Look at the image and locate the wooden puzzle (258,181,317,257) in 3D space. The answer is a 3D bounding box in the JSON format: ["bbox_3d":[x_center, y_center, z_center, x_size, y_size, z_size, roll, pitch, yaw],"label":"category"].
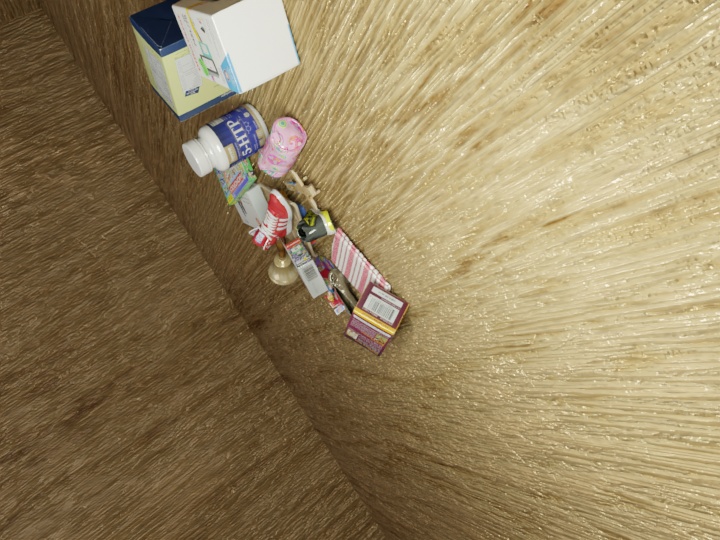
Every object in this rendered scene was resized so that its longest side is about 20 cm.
[{"bbox_3d":[-0.192,-0.148,1.650,0.185,0.046,0.202,35,155,45],"label":"wooden puzzle"}]

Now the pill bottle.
[{"bbox_3d":[-0.340,-0.323,1.493,0.120,0.199,0.120,45,157,25],"label":"pill bottle"}]

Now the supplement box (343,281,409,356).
[{"bbox_3d":[0.034,0.121,1.430,0.109,0.086,0.201,29,156,4],"label":"supplement box"}]

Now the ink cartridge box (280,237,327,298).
[{"bbox_3d":[-0.158,-0.023,1.624,0.200,0.050,0.110,54,170,54],"label":"ink cartridge box"}]

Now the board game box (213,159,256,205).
[{"bbox_3d":[-0.379,-0.295,1.776,0.199,0.029,0.137,-30,82,57],"label":"board game box"}]

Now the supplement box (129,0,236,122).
[{"bbox_3d":[-0.375,-0.486,1.332,0.134,0.199,0.201,47,157,22],"label":"supplement box"}]

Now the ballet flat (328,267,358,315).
[{"bbox_3d":[-0.031,0.087,1.597,0.067,0.046,0.202,-10,112,55],"label":"ballet flat"}]

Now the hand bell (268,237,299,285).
[{"bbox_3d":[-0.242,-0.051,1.812,0.104,0.103,0.201,46,157,23],"label":"hand bell"}]

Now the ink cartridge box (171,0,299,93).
[{"bbox_3d":[-0.243,-0.460,1.153,0.199,0.145,0.148,34,150,45],"label":"ink cartridge box"}]

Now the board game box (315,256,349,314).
[{"bbox_3d":[-0.083,0.055,1.700,0.201,0.039,0.158,54,159,4],"label":"board game box"}]

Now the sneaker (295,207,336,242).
[{"bbox_3d":[-0.127,-0.112,1.470,0.076,0.083,0.200,70,164,-8],"label":"sneaker"}]

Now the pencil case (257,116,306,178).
[{"bbox_3d":[-0.186,-0.281,1.378,0.088,0.087,0.200,57,159,-4],"label":"pencil case"}]

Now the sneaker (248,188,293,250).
[{"bbox_3d":[-0.237,-0.125,1.545,0.071,0.112,0.201,45,161,17],"label":"sneaker"}]

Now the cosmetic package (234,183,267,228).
[{"bbox_3d":[-0.352,-0.211,1.901,0.199,0.051,0.152,25,145,54],"label":"cosmetic package"}]

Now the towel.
[{"bbox_3d":[0.000,0.000,1.462,0.200,0.030,0.147,48,159,14],"label":"towel"}]

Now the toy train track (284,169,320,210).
[{"bbox_3d":[-0.144,-0.211,1.469,0.116,0.032,0.199,57,166,-23],"label":"toy train track"}]
